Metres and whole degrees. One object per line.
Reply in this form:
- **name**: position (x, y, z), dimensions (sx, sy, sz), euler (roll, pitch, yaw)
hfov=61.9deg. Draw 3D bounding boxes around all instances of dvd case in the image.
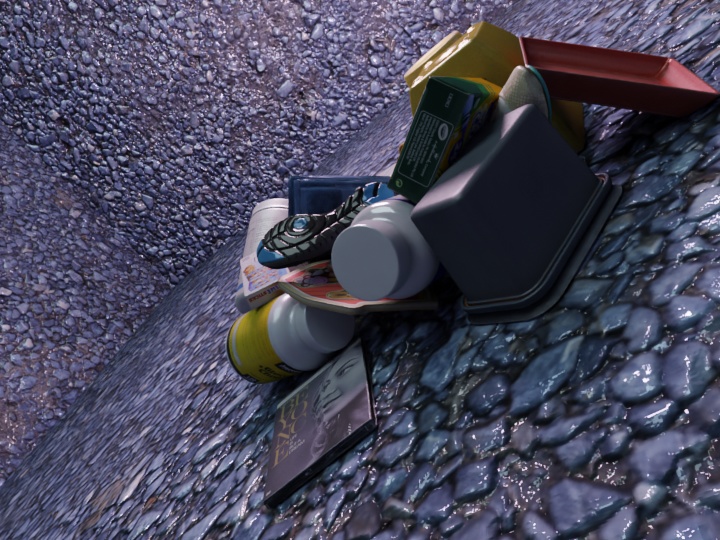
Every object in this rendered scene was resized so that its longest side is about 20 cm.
- **dvd case**: position (-0.047, 0.165, 0.700), dimensions (0.149, 0.016, 0.200), euler (-40, 15, 10)

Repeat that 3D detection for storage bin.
- **storage bin**: position (0.146, -0.064, 0.620), dimensions (0.200, 0.134, 0.145), euler (-49, 17, -26)

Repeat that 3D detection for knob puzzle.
- **knob puzzle**: position (-0.009, 0.005, 0.784), dimensions (0.219, 0.031, 0.220), euler (-1, 20, 0)

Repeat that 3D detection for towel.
- **towel**: position (-0.004, -0.080, 0.862), dimensions (0.199, 0.112, 0.049), euler (-1, 9, -9)

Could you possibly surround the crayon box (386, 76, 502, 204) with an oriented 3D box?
- **crayon box**: position (0.113, -0.156, 0.698), dimensions (0.200, 0.051, 0.126), euler (-31, -33, -58)

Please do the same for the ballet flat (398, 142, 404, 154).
- **ballet flat**: position (0.117, -0.176, 1.037), dimensions (0.063, 0.069, 0.200), euler (-11, 32, -11)

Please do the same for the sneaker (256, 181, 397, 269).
- **sneaker**: position (-0.038, -0.040, 0.797), dimensions (0.199, 0.082, 0.073), euler (-21, 53, -2)

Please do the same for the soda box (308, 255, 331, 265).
- **soda box**: position (0.007, -0.065, 0.923), dimensions (0.199, 0.071, 0.063), euler (-14, 11, -8)

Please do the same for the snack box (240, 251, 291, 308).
- **snack box**: position (-0.146, 0.002, 0.924), dimensions (0.072, 0.024, 0.200), euler (-26, 20, -5)

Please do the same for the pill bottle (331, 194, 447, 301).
- **pill bottle**: position (0.053, -0.032, 0.694), dimensions (0.112, 0.112, 0.200), euler (-31, -1, 35)

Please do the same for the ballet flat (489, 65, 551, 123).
- **ballet flat**: position (0.180, -0.162, 0.690), dimensions (0.062, 0.068, 0.200), euler (-33, -18, 8)

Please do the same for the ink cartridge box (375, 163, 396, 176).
- **ink cartridge box**: position (0.017, -0.110, 1.155), dimensions (0.200, 0.083, 0.146), euler (-24, 24, 48)

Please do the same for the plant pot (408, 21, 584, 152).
- **plant pot**: position (0.182, -0.235, 0.867), dimensions (0.195, 0.200, 0.194), euler (-31, 19, 33)

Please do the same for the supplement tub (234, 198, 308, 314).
- **supplement tub**: position (-0.149, -0.014, 1.094), dimensions (0.132, 0.132, 0.201), euler (-28, 46, 43)

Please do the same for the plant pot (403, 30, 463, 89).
- **plant pot**: position (0.189, -0.340, 1.152), dimensions (0.201, 0.189, 0.201), euler (-40, 15, 13)

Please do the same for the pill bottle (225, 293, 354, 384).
- **pill bottle**: position (-0.099, 0.091, 0.846), dimensions (0.200, 0.112, 0.112), euler (-25, 23, 48)

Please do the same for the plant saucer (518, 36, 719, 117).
- **plant saucer**: position (0.286, -0.230, 0.709), dimensions (0.200, 0.199, 0.037), euler (-69, -12, -58)
